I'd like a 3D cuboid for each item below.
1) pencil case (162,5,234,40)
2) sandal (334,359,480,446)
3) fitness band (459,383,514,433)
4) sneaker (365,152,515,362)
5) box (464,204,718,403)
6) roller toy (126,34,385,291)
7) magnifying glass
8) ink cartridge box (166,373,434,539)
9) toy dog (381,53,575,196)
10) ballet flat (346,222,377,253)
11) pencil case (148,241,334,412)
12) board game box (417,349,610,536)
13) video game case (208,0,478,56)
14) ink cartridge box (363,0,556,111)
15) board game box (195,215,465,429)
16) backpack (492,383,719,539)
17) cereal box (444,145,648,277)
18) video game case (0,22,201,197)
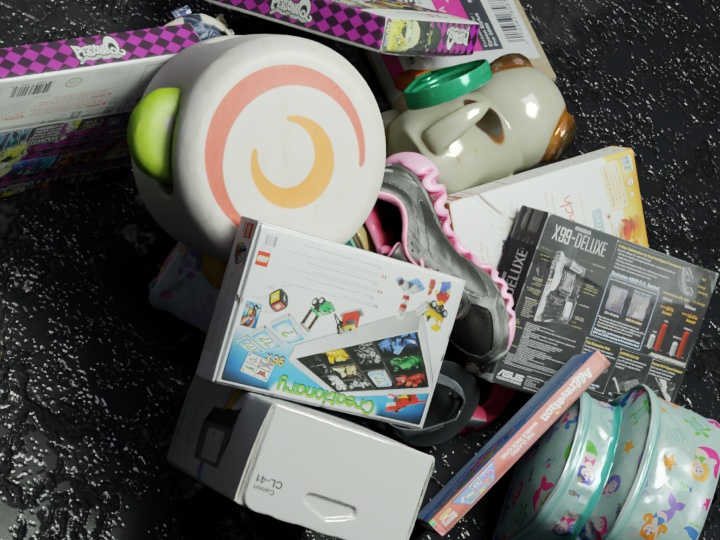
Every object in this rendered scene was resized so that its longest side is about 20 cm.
[{"bbox_3d":[-0.111,-0.153,1.705,0.200,0.089,0.078,46,0,38],"label":"pencil case"},{"bbox_3d":[0.044,0.110,1.621,0.200,0.043,0.076,12,93,-54],"label":"sandal"},{"bbox_3d":[0.054,0.074,1.747,0.200,0.037,0.144,14,52,-25],"label":"fitness band"},{"bbox_3d":[0.055,-0.003,1.657,0.095,0.079,0.200,-23,80,-55],"label":"sneaker"},{"bbox_3d":[0.208,0.046,1.734,0.200,0.050,0.158,17,92,-28],"label":"box"},{"bbox_3d":[-0.083,-0.094,1.547,0.182,0.140,0.200,-42,113,-16],"label":"roller toy"},{"bbox_3d":[0.065,-0.169,1.754,0.080,0.200,0.022,-24,103,-8],"label":"magnifying glass"},{"bbox_3d":[-0.051,0.148,1.520,0.147,0.200,0.086,20,86,-22],"label":"ink cartridge box"},{"bbox_3d":[0.101,-0.127,1.807,0.200,0.194,0.140,-28,66,-34],"label":"toy dog"},{"bbox_3d":[0.000,0.000,1.693,0.063,0.069,0.200,-35,96,-52],"label":"ballet flat"},{"bbox_3d":[-0.079,0.040,1.634,0.200,0.091,0.083,32,52,-2],"label":"pencil case"},{"bbox_3d":[0.127,0.145,1.635,0.200,0.103,0.019,-45,89,-7],"label":"board game box"},{"bbox_3d":[-0.018,-0.238,1.781,0.200,0.036,0.181,20,14,28],"label":"video game case"},{"bbox_3d":[0.080,-0.248,1.942,0.165,0.075,0.200,-11,68,-37],"label":"ink cartridge box"},{"bbox_3d":[-0.020,0.043,1.505,0.200,0.035,0.126,16,91,-33],"label":"board game box"},{"bbox_3d":[0.214,0.188,1.645,0.150,0.200,0.178,30,62,-15],"label":"backpack"},{"bbox_3d":[0.167,-0.019,1.755,0.200,0.040,0.144,-18,105,-25],"label":"cereal box"},{"bbox_3d":[-0.247,-0.126,1.590,0.200,0.181,0.036,-14,66,-36],"label":"video game case"}]
